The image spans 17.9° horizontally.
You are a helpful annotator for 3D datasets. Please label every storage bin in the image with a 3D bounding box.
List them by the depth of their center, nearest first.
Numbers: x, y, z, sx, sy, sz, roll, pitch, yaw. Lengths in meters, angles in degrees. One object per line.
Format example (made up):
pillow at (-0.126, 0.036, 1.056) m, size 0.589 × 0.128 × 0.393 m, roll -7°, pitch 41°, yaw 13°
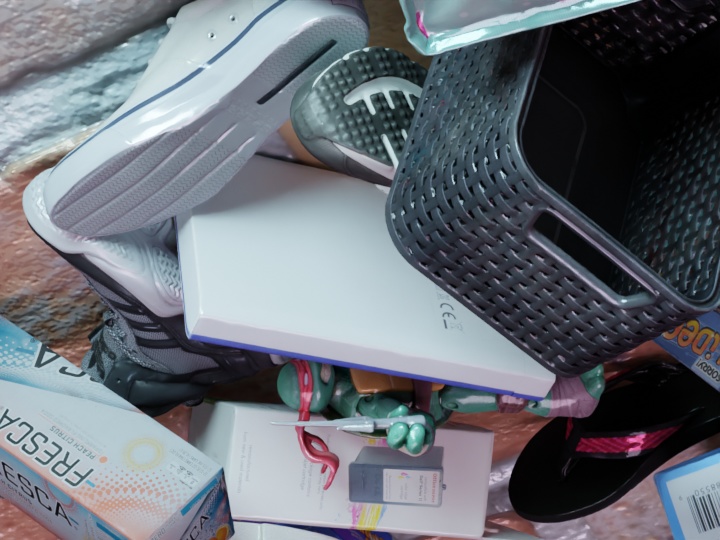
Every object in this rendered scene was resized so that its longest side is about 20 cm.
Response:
storage bin at (0.107, -0.068, 1.090) m, size 0.135 × 0.200 × 0.094 m, roll 37°, pitch 137°, yaw -22°

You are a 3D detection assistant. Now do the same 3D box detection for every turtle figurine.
turtle figurine at (0.028, 0.049, 1.277) m, size 0.200 × 0.150 × 0.101 m, roll -4°, pitch 149°, yaw -21°

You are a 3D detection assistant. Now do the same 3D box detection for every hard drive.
hard drive at (0.000, 0.000, 1.221) m, size 0.200 × 0.132 × 0.025 m, roll 11°, pitch 132°, yaw -20°

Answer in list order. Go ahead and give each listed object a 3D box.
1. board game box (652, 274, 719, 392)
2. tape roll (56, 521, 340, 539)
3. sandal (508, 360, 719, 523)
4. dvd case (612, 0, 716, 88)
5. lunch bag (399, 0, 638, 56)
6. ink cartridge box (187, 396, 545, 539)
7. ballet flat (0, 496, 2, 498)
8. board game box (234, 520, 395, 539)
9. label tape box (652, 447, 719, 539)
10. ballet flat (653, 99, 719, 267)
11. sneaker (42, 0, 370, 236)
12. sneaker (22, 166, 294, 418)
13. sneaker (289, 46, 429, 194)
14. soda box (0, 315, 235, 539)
board game box at (0.212, 0.050, 1.270) m, size 0.135 × 0.200 × 0.034 m, roll 30°, pitch 97°, yaw -34°
tape roll at (-0.092, 0.191, 1.370) m, size 0.202 × 0.037 × 0.203 m, roll 1°, pitch 159°, yaw 0°
sandal at (0.173, 0.086, 1.394) m, size 0.200 × 0.075 × 0.045 m, roll -30°, pitch 137°, yaw 12°
dvd case at (0.203, -0.128, 1.196) m, size 0.146 × 0.022 × 0.200 m, roll -9°, pitch 138°, yaw 1°
lunch bag at (0.102, -0.200, 0.986) m, size 0.200 × 0.171 × 0.122 m, roll -13°, pitch 137°, yaw 10°
ink cartridge box at (0.004, 0.118, 1.364) m, size 0.200 × 0.067 × 0.117 m, roll 7°, pitch 178°, yaw -17°
ballet flat at (-0.229, 0.107, 1.364) m, size 0.200 × 0.069 × 0.071 m, roll 11°, pitch 153°, yaw -15°
board game box at (-0.086, 0.207, 1.503) m, size 0.200 × 0.045 × 0.134 m, roll -25°, pitch 136°, yaw 18°
label tape box at (0.277, 0.133, 1.405) m, size 0.143 × 0.066 × 0.200 m, roll -23°, pitch 164°, yaw 17°
ballet flat at (0.210, -0.069, 1.201) m, size 0.074 × 0.074 × 0.200 m, roll 13°, pitch 138°, yaw -22°
sneaker at (-0.081, -0.091, 1.153) m, size 0.200 × 0.071 × 0.073 m, roll -34°, pitch 143°, yaw 18°
sneaker at (-0.130, 0.022, 1.267) m, size 0.114 × 0.076 × 0.200 m, roll -37°, pitch 133°, yaw 25°
sneaker at (0.021, -0.062, 1.157) m, size 0.080 × 0.074 × 0.200 m, roll -24°, pitch 165°, yaw 30°
soda box at (-0.164, 0.099, 1.265) m, size 0.068 × 0.200 × 0.064 m, roll -43°, pitch 148°, yaw -28°
